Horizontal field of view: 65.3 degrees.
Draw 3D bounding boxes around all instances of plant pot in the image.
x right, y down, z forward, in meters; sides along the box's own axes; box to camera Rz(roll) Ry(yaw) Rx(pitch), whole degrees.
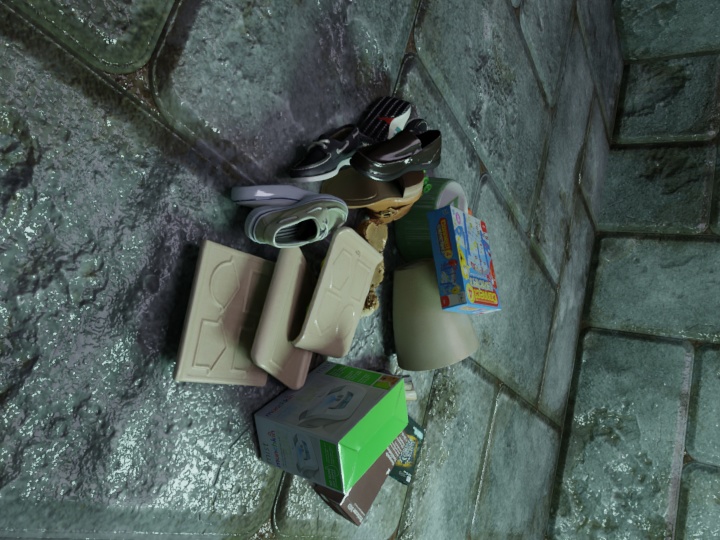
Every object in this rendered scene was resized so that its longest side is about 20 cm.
[{"bbox_3d":[0.142,0.083,1.209,0.186,0.185,0.204,-26,102,-51],"label":"plant pot"}]

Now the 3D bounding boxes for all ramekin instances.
[{"bbox_3d":[0.166,-0.113,1.262,0.198,0.096,0.205,-12,104,-55],"label":"ramekin"}]

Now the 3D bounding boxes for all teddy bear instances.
[{"bbox_3d":[0.000,0.000,1.076,0.144,0.066,0.204,-24,120,-42],"label":"teddy bear"}]

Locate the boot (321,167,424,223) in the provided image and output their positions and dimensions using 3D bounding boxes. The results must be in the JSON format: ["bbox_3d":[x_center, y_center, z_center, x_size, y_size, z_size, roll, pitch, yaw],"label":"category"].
[{"bbox_3d":[0.022,-0.129,1.058,0.155,0.195,0.075,106,-26,-72],"label":"boot"}]

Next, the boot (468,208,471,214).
[{"bbox_3d":[0.260,-0.079,1.403,0.075,0.105,0.203,51,52,-43],"label":"boot"}]

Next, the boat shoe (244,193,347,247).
[{"bbox_3d":[-0.081,-0.065,0.834,0.198,0.062,0.073,-19,132,-47],"label":"boat shoe"}]

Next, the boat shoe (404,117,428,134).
[{"bbox_3d":[0.106,-0.263,1.186,0.200,0.059,0.075,-48,132,-41],"label":"boat shoe"}]

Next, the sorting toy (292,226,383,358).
[{"bbox_3d":[-0.037,0.042,0.945,0.204,0.036,0.185,-68,155,-6],"label":"sorting toy"}]

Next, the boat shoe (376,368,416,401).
[{"bbox_3d":[0.043,0.237,1.161,0.198,0.071,0.066,16,57,-43],"label":"boat shoe"}]

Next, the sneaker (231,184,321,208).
[{"bbox_3d":[-0.118,-0.092,0.868,0.198,0.072,0.073,0,92,-56],"label":"sneaker"}]

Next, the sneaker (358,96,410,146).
[{"bbox_3d":[0.042,-0.264,1.103,0.095,0.069,0.201,100,13,-45],"label":"sneaker"}]

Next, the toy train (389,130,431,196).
[{"bbox_3d":[0.091,-0.196,1.089,0.056,0.042,0.200,-40,151,1],"label":"toy train"}]

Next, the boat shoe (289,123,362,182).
[{"bbox_3d":[-0.056,-0.195,0.933,0.199,0.073,0.062,-38,129,-49],"label":"boat shoe"}]

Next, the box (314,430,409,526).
[{"bbox_3d":[0.007,0.375,1.098,0.201,0.074,0.101,-53,134,-25],"label":"box"}]

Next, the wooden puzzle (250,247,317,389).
[{"bbox_3d":[-0.112,0.079,0.891,0.201,0.036,0.189,62,39,-65],"label":"wooden puzzle"}]

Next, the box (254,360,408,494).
[{"bbox_3d":[-0.044,0.249,0.933,0.199,0.174,0.099,-30,120,-50],"label":"box"}]

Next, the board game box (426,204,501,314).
[{"bbox_3d":[0.218,-0.015,1.166,0.199,0.055,0.200,10,68,-57],"label":"board game box"}]

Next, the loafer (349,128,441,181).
[{"bbox_3d":[0.063,-0.206,0.950,0.198,0.073,0.072,-21,139,-38],"label":"loafer"}]

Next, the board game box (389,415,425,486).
[{"bbox_3d":[0.082,0.391,1.269,0.200,0.028,0.137,50,54,-46],"label":"board game box"}]

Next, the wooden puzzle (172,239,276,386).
[{"bbox_3d":[-0.189,0.067,0.815,0.199,0.045,0.190,23,76,-60],"label":"wooden puzzle"}]
